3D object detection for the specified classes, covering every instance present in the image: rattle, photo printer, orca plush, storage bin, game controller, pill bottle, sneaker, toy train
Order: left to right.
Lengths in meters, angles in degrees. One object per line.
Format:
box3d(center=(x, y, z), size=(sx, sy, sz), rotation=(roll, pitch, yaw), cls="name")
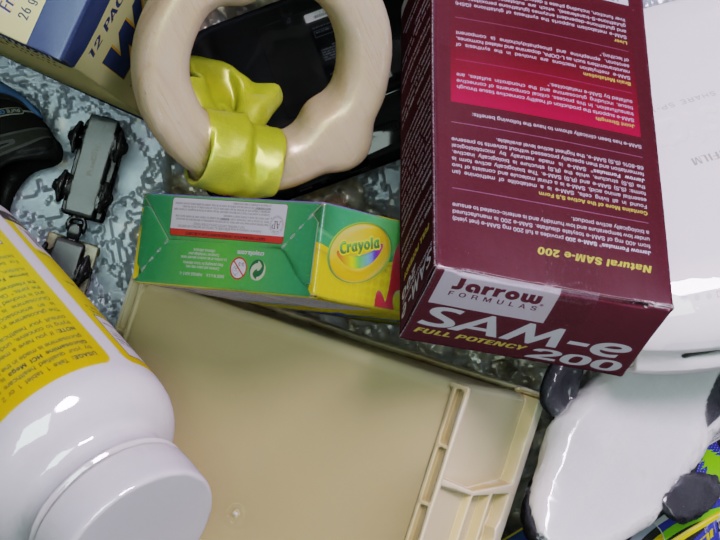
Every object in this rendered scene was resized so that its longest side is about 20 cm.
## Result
box3d(center=(-0.229, -0.006, 0.975), size=(0.083, 0.071, 0.200), rotation=(34, 86, 6), cls="sneaker")
box3d(center=(-0.161, 0.063, 0.879), size=(0.112, 0.112, 0.200), rotation=(-45, 58, -1), cls="pill bottle")
box3d(center=(-0.163, 0.014, 0.990), size=(0.034, 0.046, 0.201), rotation=(16, 88, -2), cls="toy train")
box3d(center=(-0.058, -0.146, 0.881), size=(0.130, 0.143, 0.201), rotation=(-11, 114, 0), cls="rattle")
box3d(center=(-0.041, 0.123, 0.926), size=(0.200, 0.094, 0.199), rotation=(18, 90, 27), cls="storage bin")
box3d(center=(-0.002, -0.108, 1.003), size=(0.199, 0.042, 0.105), rotation=(-20, 75, -2), cls="game controller")
box3d(center=(0.135, 0.067, 0.948), size=(0.105, 0.071, 0.200), rotation=(25, 68, -9), cls="orca plush")
box3d(center=(0.168, -0.042, 0.929), size=(0.166, 0.070, 0.200), rotation=(-16, 55, -13), cls="photo printer")

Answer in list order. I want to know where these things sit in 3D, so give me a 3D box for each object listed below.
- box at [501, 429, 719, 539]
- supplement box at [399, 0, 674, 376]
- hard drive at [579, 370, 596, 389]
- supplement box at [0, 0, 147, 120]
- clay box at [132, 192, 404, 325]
box3d(center=(0.129, 0.159, 0.970), size=(0.200, 0.064, 0.070), rotation=(-31, 129, 0), cls="box")
box3d(center=(0.076, -0.057, 0.847), size=(0.108, 0.061, 0.200), rotation=(10, 53, -11), cls="supplement box")
box3d(center=(0.201, 0.012, 1.001), size=(0.199, 0.038, 0.140), rotation=(-7, 89, 0), cls="hard drive")
box3d(center=(-0.180, -0.184, 0.904), size=(0.200, 0.200, 0.135), rotation=(24, 89, 6), cls="supplement box")
box3d(center=(0.000, 0.000, 0.909), size=(0.115, 0.200, 0.048), rotation=(5, 87, 38), cls="clay box")
